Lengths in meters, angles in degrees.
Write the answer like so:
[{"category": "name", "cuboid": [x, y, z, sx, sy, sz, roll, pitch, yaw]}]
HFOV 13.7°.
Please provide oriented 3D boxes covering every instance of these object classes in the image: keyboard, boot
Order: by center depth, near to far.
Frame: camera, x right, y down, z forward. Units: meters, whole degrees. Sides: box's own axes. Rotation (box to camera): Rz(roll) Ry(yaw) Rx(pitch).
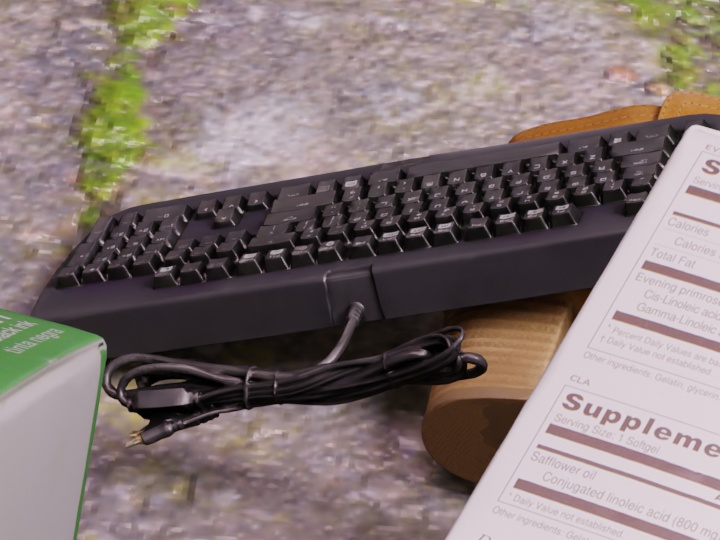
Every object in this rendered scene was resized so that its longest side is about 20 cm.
[{"category": "keyboard", "cuboid": [0.000, 0.000, 0.828, 0.200, 0.021, 0.127, -10, 31, 20]}, {"category": "boot", "cuboid": [0.122, 0.008, 0.838, 0.201, 0.071, 0.144, 8, 42, 16]}]

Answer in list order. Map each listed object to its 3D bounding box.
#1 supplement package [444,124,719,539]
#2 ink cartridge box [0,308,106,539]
[{"category": "supplement package", "cuboid": [0.083, 0.084, 0.664, 0.109, 0.114, 0.200, 19, 53, 19]}, {"category": "ink cartridge box", "cuboid": [-0.171, 0.065, 0.663, 0.200, 0.147, 0.083, 15, 17, 14]}]
